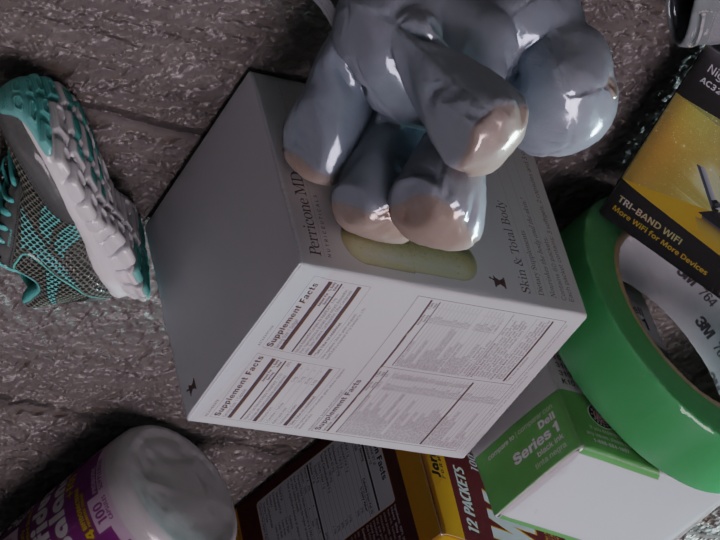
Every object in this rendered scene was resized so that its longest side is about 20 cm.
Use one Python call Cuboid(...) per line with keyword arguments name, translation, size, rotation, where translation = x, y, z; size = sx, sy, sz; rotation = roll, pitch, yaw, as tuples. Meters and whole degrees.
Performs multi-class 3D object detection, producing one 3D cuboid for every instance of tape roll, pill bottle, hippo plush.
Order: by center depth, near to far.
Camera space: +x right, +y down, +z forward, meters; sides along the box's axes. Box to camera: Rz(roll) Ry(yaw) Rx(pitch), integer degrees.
Cuboid(name="hippo plush", translation=(0.052, -0.111, 1.454), size=(0.160, 0.201, 0.159), rotation=(-17, 160, -42))
Cuboid(name="tape roll", translation=(0.200, 0.046, 1.649), size=(0.200, 0.201, 0.048), rotation=(20, 129, -39))
Cuboid(name="pill bottle", translation=(-0.188, 0.202, 1.788), size=(0.112, 0.113, 0.200), rotation=(24, 128, -41))

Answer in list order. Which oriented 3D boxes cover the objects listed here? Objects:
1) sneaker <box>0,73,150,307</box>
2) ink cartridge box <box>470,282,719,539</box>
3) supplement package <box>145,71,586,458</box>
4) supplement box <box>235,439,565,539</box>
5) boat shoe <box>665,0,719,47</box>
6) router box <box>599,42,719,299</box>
Cuboid(name="sneaker", translation=(-0.188, -0.035, 1.512), size=(0.091, 0.078, 0.200), rotation=(-14, 143, 5))
Cuboid(name="ink cartridge box", translation=(0.132, 0.073, 1.664), size=(0.146, 0.201, 0.084), rotation=(20, 129, -40))
Cuboid(name="supplement package", translation=(0.000, 0.000, 1.556), size=(0.199, 0.152, 0.151), rotation=(10, 137, -30))
Cuboid(name="supplement box", translation=(0.045, 0.205, 1.860), size=(0.197, 0.133, 0.200), rotation=(21, 131, -39))
Cuboid(name="boat shoe", translation=(0.192, -0.190, 1.447), size=(0.071, 0.070, 0.201), rotation=(-19, 146, 0))
Cuboid(name="router box", translation=(0.268, -0.041, 1.585), size=(0.200, 0.052, 0.158), rotation=(35, 134, 7))
